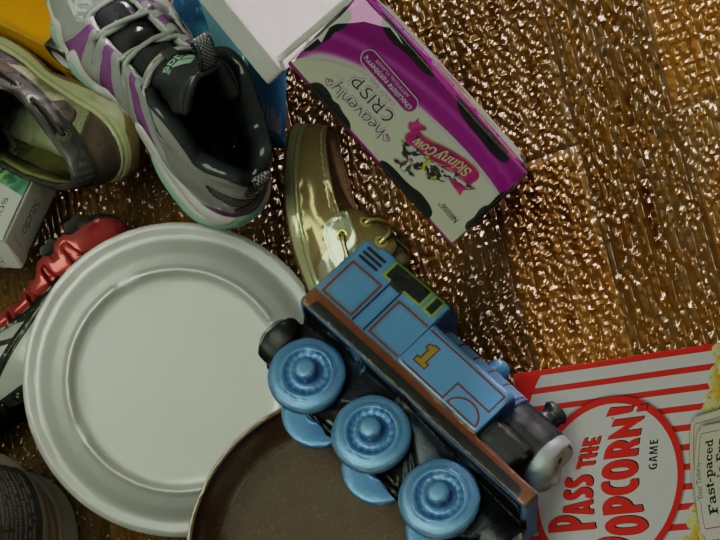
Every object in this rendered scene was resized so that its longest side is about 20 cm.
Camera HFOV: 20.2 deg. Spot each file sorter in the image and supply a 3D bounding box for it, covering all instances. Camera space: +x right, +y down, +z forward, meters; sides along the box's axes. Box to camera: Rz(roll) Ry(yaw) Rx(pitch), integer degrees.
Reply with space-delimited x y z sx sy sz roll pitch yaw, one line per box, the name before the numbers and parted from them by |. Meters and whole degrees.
file sorter | -0.025 -0.230 1.216 0.124 0.200 0.139 -37 97 29

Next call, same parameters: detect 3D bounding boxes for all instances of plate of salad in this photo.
plate of salad | -0.116 0.070 1.295 0.199 0.048 0.201 0 90 -2

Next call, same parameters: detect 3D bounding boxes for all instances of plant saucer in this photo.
plant saucer | -0.006 0.174 1.220 0.199 0.032 0.201 0 85 -2

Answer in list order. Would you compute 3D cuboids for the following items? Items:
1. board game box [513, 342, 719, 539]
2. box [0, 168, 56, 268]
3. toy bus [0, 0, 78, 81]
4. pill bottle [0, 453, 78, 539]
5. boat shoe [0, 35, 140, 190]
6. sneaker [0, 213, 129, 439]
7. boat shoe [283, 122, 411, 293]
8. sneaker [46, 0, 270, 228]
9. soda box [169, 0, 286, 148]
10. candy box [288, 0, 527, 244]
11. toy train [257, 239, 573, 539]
board game box | 0.174 0.124 1.137 0.199 0.046 0.152 -12 65 39
box | -0.296 -0.074 1.398 0.199 0.036 0.145 5 56 22
toy bus | -0.215 -0.172 1.368 0.200 0.078 0.065 28 71 35
pill bottle | -0.267 0.164 1.275 0.113 0.200 0.114 -5 77 22
boat shoe | -0.234 -0.104 1.318 0.200 0.066 0.072 25 121 30
sneaker | -0.208 0.060 1.342 0.200 0.071 0.098 -47 63 7
boat shoe | 0.000 0.000 1.270 0.066 0.074 0.201 -13 84 17
sneaker | -0.113 -0.125 1.210 0.078 0.140 0.200 -39 89 -16
soda box | -0.091 -0.182 1.346 0.068 0.064 0.201 -5 77 22
candy box | 0.032 -0.091 1.179 0.061 0.200 0.136 -42 91 8
toy train | 0.033 0.081 1.160 0.114 0.087 0.200 -44 68 -13
